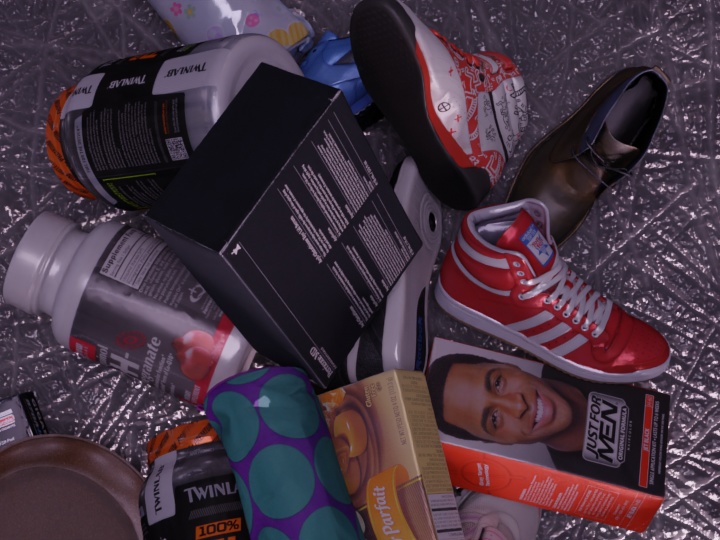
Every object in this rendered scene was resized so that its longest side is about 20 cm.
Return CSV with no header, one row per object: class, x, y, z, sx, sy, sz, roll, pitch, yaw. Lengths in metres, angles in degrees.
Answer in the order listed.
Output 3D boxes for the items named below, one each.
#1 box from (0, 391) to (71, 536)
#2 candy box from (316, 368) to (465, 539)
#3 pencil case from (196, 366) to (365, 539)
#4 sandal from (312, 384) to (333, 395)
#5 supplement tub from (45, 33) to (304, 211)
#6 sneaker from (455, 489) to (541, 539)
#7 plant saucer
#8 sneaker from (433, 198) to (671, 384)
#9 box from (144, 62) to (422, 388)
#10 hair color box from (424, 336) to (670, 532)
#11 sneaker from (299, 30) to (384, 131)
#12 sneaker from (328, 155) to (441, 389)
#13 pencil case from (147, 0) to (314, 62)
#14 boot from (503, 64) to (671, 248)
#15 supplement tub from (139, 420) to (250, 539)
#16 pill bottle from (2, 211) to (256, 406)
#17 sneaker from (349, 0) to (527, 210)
box,-0.340,0.210,1.107,0.199,0.046,0.160,-22,87,0
candy box,0.012,0.186,1.005,0.115,0.055,0.201,-21,74,26
pencil case,-0.050,0.172,0.962,0.092,0.085,0.201,-28,69,29
sandal,-0.014,0.183,1.098,0.080,0.054,0.201,-24,83,-34
supplement tub,-0.144,-0.111,1.047,0.199,0.122,0.123,-3,87,36
sneaker,0.095,0.248,1.059,0.081,0.088,0.201,37,67,-17
plant saucer,-0.233,0.228,1.047,0.032,0.200,0.201,-34,87,42
sneaker,0.161,0.015,1.066,0.199,0.113,0.071,20,47,8
box,-0.047,-0.027,0.962,0.079,0.200,0.141,22,69,31
hair color box,0.142,0.131,1.077,0.199,0.061,0.102,13,51,1
sneaker,-0.035,-0.143,1.116,0.200,0.066,0.079,-34,77,-2
sneaker,0.000,0.000,1.102,0.111,0.073,0.201,-4,66,27
pencil case,-0.128,-0.234,1.106,0.091,0.083,0.200,-42,86,19
boot,0.179,-0.089,1.090,0.075,0.097,0.200,36,88,0
supplement tub,-0.104,0.224,1.046,0.122,0.123,0.201,-13,71,0
pill bottle,-0.179,0.028,1.082,0.199,0.111,0.111,24,88,2
sneaker,0.067,-0.156,1.065,0.108,0.067,0.202,-53,128,-30
